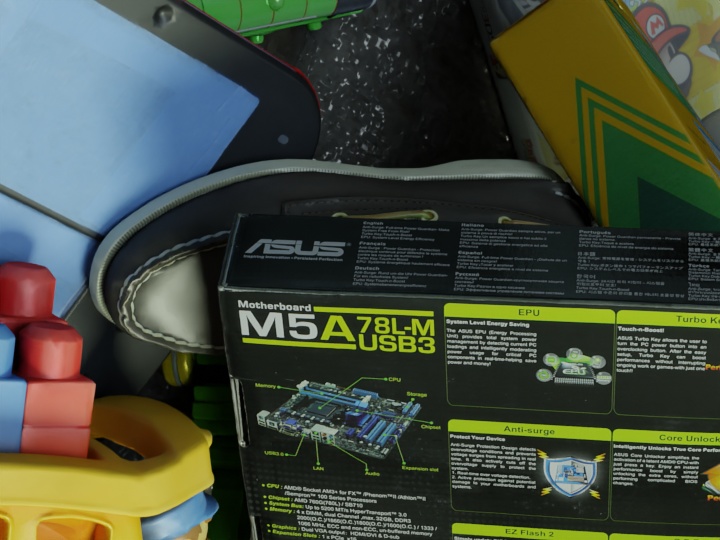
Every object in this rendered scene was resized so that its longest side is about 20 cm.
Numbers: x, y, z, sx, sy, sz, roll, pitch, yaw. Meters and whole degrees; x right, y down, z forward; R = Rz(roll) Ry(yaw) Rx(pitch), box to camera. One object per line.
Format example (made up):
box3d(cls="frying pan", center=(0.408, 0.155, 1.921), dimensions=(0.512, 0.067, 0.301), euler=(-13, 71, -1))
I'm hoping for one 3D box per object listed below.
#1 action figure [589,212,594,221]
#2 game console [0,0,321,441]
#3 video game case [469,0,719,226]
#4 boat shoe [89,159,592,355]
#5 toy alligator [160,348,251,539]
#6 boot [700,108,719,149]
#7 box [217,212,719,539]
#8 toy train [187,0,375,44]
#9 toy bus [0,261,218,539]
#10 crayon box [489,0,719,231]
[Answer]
box3d(cls="action figure", center=(0.059, 0.078, 0.897), dimensions=(0.193, 0.105, 0.200), euler=(40, 85, -10))
box3d(cls="game console", center=(-0.121, -0.031, 0.753), dimensions=(0.199, 0.031, 0.178), euler=(29, 98, -43))
box3d(cls="video game case", center=(0.148, -0.101, 0.980), dimensions=(0.199, 0.023, 0.183), euler=(-30, 112, -28))
box3d(cls="boat shoe", center=(0.000, 0.000, 0.786), dimensions=(0.199, 0.061, 0.072), euler=(-8, 123, -19))
box3d(cls="toy alligator", center=(-0.046, 0.025, 0.851), dimensions=(0.054, 0.059, 0.202), euler=(4, 88, -78))
box3d(cls="boot", center=(0.179, 0.011, 0.974), dimensions=(0.095, 0.073, 0.202), euler=(-14, 127, -42))
box3d(cls="box", center=(0.055, 0.068, 0.755), dimensions=(0.048, 0.198, 0.194), euler=(-78, 167, -50))
box3d(cls="toy train", center=(-0.077, -0.098, 0.805), dimensions=(0.199, 0.056, 0.042), euler=(-17, 105, -31))
box3d(cls="toy bus", center=(-0.115, 0.096, 0.756), dimensions=(0.199, 0.135, 0.194), euler=(7, 94, -35))
box3d(cls="crayon box", center=(0.123, -0.036, 0.851), dimensions=(0.051, 0.201, 0.126), euler=(-34, 157, 13))
